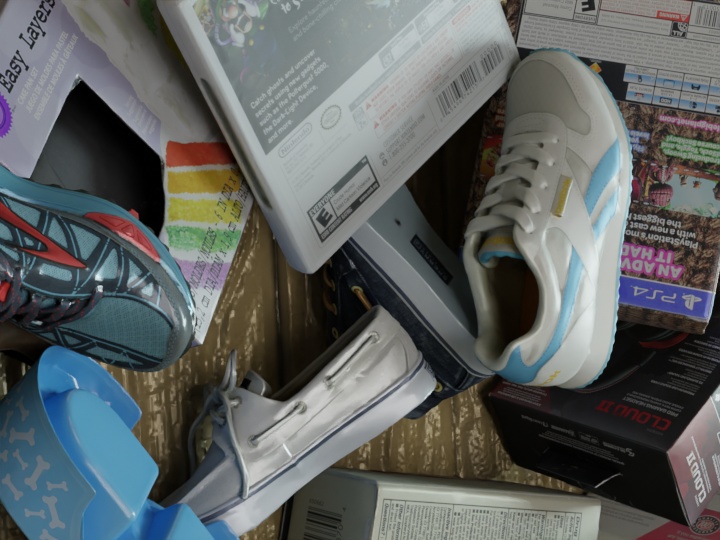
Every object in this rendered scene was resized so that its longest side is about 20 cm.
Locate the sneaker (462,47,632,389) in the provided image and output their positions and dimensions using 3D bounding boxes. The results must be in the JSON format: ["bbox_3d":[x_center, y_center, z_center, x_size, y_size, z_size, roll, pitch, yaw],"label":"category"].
[{"bbox_3d":[0.105,-0.034,0.928,0.081,0.076,0.201,8,79,-44],"label":"sneaker"}]

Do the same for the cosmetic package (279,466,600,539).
[{"bbox_3d":[0.050,0.182,1.015,0.200,0.087,0.104,13,85,-39],"label":"cosmetic package"}]

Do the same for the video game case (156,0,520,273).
[{"bbox_3d":[-0.002,-0.129,0.878,0.200,0.023,0.182,-45,130,-25],"label":"video game case"}]

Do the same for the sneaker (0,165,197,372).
[{"bbox_3d":[-0.165,0.002,0.699,0.200,0.079,0.096,30,31,-18],"label":"sneaker"}]

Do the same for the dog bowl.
[{"bbox_3d":[-0.118,0.133,0.816,0.050,0.112,0.200,-34,100,12],"label":"dog bowl"}]

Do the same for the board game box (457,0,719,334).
[{"bbox_3d":[0.160,-0.074,1.024,0.097,0.159,0.201,33,68,-78],"label":"board game box"}]

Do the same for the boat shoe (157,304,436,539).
[{"bbox_3d":[-0.058,0.084,0.911,0.202,0.075,0.086,-34,101,-9],"label":"boat shoe"}]

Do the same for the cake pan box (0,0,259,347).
[{"bbox_3d":[-0.129,-0.079,0.824,0.184,0.052,0.200,45,45,-31],"label":"cake pan box"}]

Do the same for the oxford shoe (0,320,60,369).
[{"bbox_3d":[-0.221,0.014,0.778,0.200,0.073,0.085,16,86,-40],"label":"oxford shoe"}]

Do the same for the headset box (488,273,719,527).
[{"bbox_3d":[0.196,0.075,1.085,0.200,0.148,0.075,-45,129,-28],"label":"headset box"}]

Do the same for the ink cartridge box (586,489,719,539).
[{"bbox_3d":[0.268,0.164,1.160,0.200,0.146,0.083,-39,119,-31],"label":"ink cartridge box"}]

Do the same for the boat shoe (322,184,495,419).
[{"bbox_3d":[0.000,0.000,0.971,0.200,0.091,0.071,51,32,-2],"label":"boat shoe"}]
